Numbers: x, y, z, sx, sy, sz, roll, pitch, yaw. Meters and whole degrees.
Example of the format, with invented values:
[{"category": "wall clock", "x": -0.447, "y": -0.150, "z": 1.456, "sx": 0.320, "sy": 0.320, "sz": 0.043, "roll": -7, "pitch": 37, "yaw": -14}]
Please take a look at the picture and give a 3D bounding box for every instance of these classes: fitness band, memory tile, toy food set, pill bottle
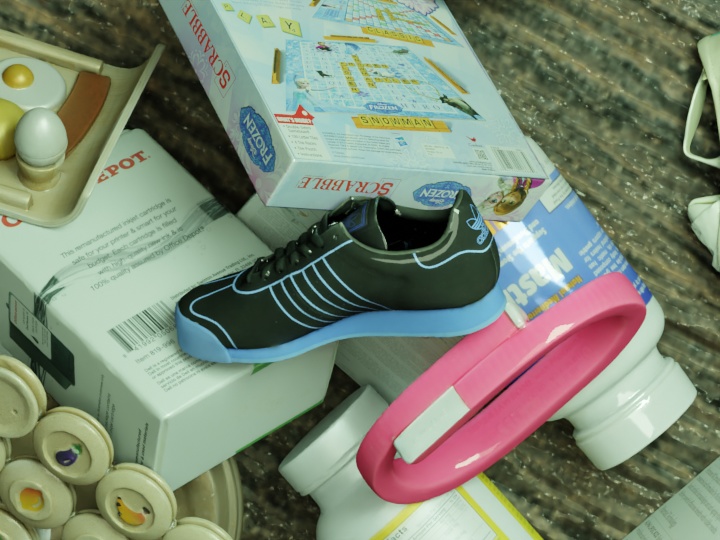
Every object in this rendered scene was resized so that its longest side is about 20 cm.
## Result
[{"category": "fitness band", "x": 0.083, "y": 0.070, "z": 1.488, "sx": 0.200, "sy": 0.143, "sz": 0.038, "roll": -41, "pitch": 71, "yaw": 16}, {"category": "memory tile", "x": -0.175, "y": 0.150, "z": 1.496, "sx": 0.200, "sy": 0.017, "sz": 0.153, "roll": 40, "pitch": 128, "yaw": -3}, {"category": "toy food set", "x": -0.236, "y": -0.116, "z": 1.541, "sx": 0.198, "sy": 0.061, "sz": 0.144, "roll": 18, "pitch": 49, "yaw": 4}, {"category": "pill bottle", "x": 0.043, "y": 0.173, "z": 1.603, "sx": 0.112, "sy": 0.112, "sz": 0.200, "roll": -42, "pitch": 93, "yaw": 0}, {"category": "pill bottle", "x": 0.123, "y": 0.024, "z": 1.600, "sx": 0.112, "sy": 0.112, "sz": 0.200, "roll": -38, "pitch": 93, "yaw": 0}]

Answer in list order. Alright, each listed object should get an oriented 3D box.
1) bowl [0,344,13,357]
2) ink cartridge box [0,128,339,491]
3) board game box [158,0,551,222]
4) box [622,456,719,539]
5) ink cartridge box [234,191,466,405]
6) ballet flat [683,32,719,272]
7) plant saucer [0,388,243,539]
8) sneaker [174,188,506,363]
[{"category": "bowl", "x": -0.236, "y": 0.142, "z": 1.609, "sx": 0.199, "sy": 0.075, "sz": 0.201, "roll": 35, "pitch": 90, "yaw": -3}, {"category": "ink cartridge box", "x": -0.131, "y": 0.022, "z": 1.536, "sx": 0.146, "sy": 0.083, "sz": 0.200, "roll": -28, "pitch": 58, "yaw": -33}, {"category": "board game box", "x": -0.009, "y": -0.118, "z": 1.501, "sx": 0.041, "sy": 0.199, "sz": 0.200, "roll": -53, "pitch": 49, "yaw": 34}, {"category": "box", "x": 0.275, "y": 0.225, "z": 1.571, "sx": 0.130, "sy": 0.200, "sz": 0.199, "roll": -40, "pitch": 93, "yaw": 2}, {"category": "ink cartridge box", "x": 0.000, "y": 0.000, "z": 1.551, "sx": 0.162, "sy": 0.200, "sz": 0.057, "roll": 41, "pitch": 63, "yaw": -3}, {"category": "ballet flat", "x": 0.243, "y": -0.060, "z": 1.632, "sx": 0.069, "sy": 0.069, "sz": 0.202, "roll": 0, "pitch": 91, "yaw": -2}, {"category": "plant saucer", "x": -0.172, "y": 0.151, "z": 1.563, "sx": 0.198, "sy": 0.029, "sz": 0.202, "roll": 0, "pitch": 94, "yaw": -2}, {"category": "sneaker", "x": -0.018, "y": -0.001, "z": 1.426, "sx": 0.198, "sy": 0.070, "sz": 0.078, "roll": -8, "pitch": 119, "yaw": 14}]
